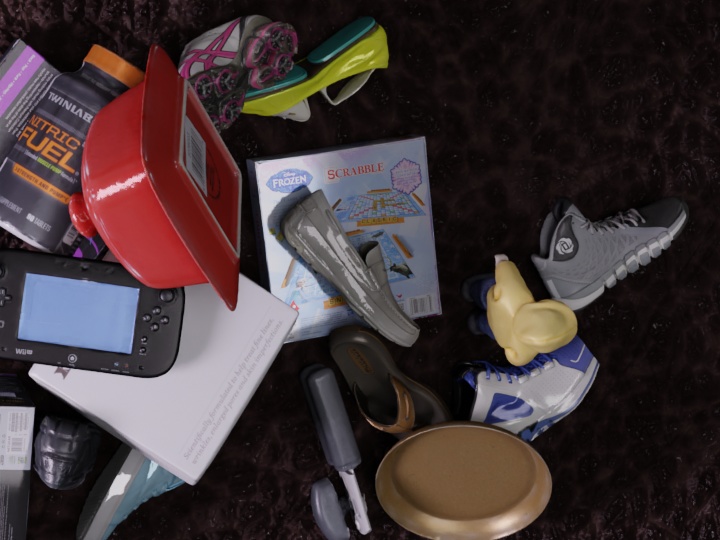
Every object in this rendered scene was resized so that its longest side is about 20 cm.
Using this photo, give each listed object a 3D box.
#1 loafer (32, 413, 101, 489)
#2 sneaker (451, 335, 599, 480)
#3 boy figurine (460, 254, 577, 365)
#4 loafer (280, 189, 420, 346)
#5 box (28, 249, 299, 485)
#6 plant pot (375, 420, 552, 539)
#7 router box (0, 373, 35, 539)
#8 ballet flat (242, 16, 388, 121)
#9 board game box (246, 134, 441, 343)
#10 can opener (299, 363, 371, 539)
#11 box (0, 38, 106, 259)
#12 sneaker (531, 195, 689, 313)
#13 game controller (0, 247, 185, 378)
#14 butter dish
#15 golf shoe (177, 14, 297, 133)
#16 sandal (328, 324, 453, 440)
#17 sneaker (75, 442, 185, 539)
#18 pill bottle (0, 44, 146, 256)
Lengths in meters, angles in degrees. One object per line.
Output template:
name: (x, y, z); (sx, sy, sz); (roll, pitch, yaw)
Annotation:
loafer: (-0.297, 0.182, 1.607); (0.067, 0.201, 0.071); (14, 84, -6)
sneaker: (0.172, 0.133, 1.835); (0.199, 0.080, 0.115); (-44, 112, -7)
boy figurine: (0.170, 0.044, 1.758); (0.064, 0.200, 0.126); (-15, 100, -17)
loafer: (0.000, 0.000, 1.713); (0.070, 0.070, 0.200); (-44, 110, 1)
box: (-0.195, 0.080, 1.624); (0.199, 0.131, 0.200); (32, 79, 0)
plant pot: (0.115, 0.233, 1.806); (0.197, 0.028, 0.202); (1, 133, 1)
router box: (-0.366, 0.216, 1.609); (0.052, 0.157, 0.203); (3, 96, -19)
ballet flat: (-0.053, -0.199, 1.714); (0.199, 0.067, 0.068); (-30, 121, -15)
board game box: (-0.016, -0.036, 1.761); (0.197, 0.041, 0.202); (-9, 102, -18)
can opener: (-0.036, 0.207, 1.785); (0.066, 0.053, 0.202); (-22, 104, -17)
box: (-0.315, -0.117, 1.643); (0.200, 0.036, 0.144); (40, 84, -20)
sneaker: (0.280, -0.051, 1.853); (0.199, 0.075, 0.116); (-38, 106, -10)
game controller: (-0.268, 0.041, 1.535); (0.197, 0.042, 0.106); (8, 80, -3)
butter dish: (-0.202, -0.072, 1.502); (0.146, 0.201, 0.200); (-17, 131, 13)
golf shoe: (-0.154, -0.194, 1.636); (0.200, 0.091, 0.073); (-42, 137, -38)
sandal: (0.031, 0.139, 1.770); (0.081, 0.055, 0.201); (-18, 127, 26)
sneaker: (-0.223, 0.218, 1.706); (0.082, 0.074, 0.201); (34, 86, -16)
pill bottle: (-0.281, -0.119, 1.580); (0.106, 0.106, 0.202); (31, 87, -21)
